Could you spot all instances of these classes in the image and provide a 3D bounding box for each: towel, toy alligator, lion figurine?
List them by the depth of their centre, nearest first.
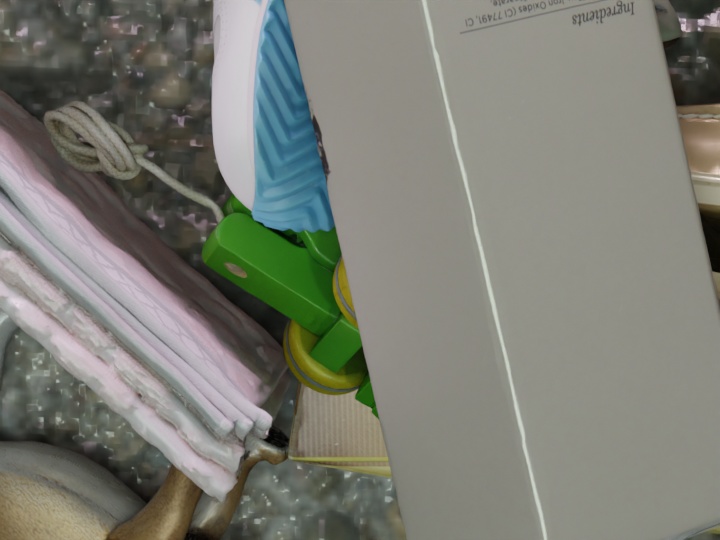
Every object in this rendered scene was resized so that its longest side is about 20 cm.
[{"bbox_3d":[-0.100,-0.021,0.846,0.200,0.191,0.032,43,92,-4],"label":"towel"},{"bbox_3d":[0.000,0.000,0.862,0.200,0.059,0.054,39,60,-2],"label":"toy alligator"},{"bbox_3d":[-0.103,0.079,0.940,0.200,0.072,0.123,36,110,10],"label":"lion figurine"}]

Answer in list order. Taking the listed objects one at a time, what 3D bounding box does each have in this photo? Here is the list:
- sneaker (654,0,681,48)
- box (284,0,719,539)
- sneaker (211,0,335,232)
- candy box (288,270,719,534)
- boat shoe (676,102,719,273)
[{"bbox_3d":[0.077,-0.138,0.845,0.075,0.071,0.200,-2,141,-16],"label":"sneaker"},{"bbox_3d":[0.040,-0.021,0.788,0.082,0.068,0.201,-14,95,-34],"label":"box"},{"bbox_3d":[-0.015,-0.105,0.850,0.076,0.081,0.201,19,70,-38],"label":"sneaker"},{"bbox_3d":[0.085,0.015,0.912,0.199,0.055,0.116,9,101,1],"label":"candy box"},{"bbox_3d":[0.149,-0.034,0.829,0.199,0.074,0.067,5,76,21],"label":"boat shoe"}]
